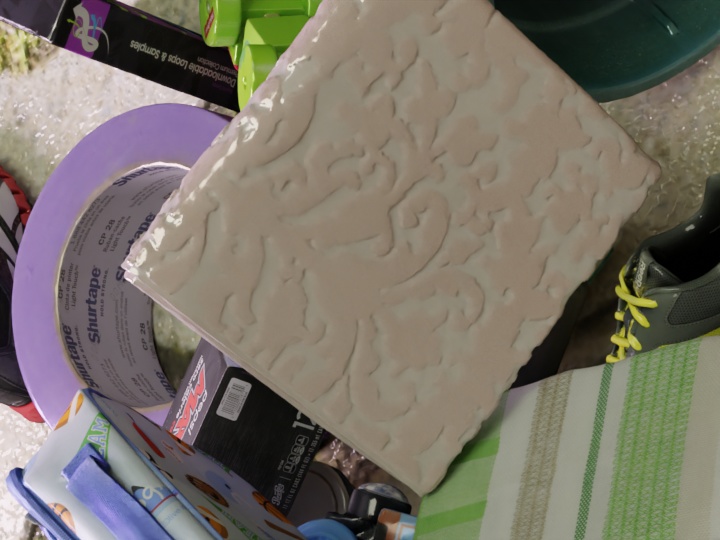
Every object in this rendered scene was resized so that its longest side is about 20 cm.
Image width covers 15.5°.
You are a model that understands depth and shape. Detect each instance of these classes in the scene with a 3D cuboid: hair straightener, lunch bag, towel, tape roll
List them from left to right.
[{"bbox_3d":[-0.091,0.014,1.449,0.199,0.085,0.201,-7,78,34],"label":"tape roll"},{"bbox_3d":[-0.070,0.141,1.196,0.200,0.160,0.076,41,92,27],"label":"lunch bag"},{"bbox_3d":[0.018,-0.026,1.206,0.200,0.191,0.032,-53,27,-4],"label":"towel"},{"bbox_3d":[0.066,0.079,1.311,0.077,0.041,0.200,-93,22,-60],"label":"hair straightener"},{"bbox_3d":[0.114,0.099,1.191,0.199,0.031,0.149,-16,38,30],"label":"towel"}]

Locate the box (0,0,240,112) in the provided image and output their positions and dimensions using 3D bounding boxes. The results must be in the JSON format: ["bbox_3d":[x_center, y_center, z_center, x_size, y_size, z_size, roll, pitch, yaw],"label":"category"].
[{"bbox_3d":[-0.147,-0.135,1.441,0.143,0.200,0.036,25,93,35],"label":"box"}]

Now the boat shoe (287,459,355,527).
[{"bbox_3d":[-0.073,0.155,1.427,0.200,0.062,0.075,-34,67,29],"label":"boat shoe"}]

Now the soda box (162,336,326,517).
[{"bbox_3d":[-0.083,0.131,1.343,0.201,0.063,0.071,-65,19,15],"label":"soda box"}]

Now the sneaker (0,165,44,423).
[{"bbox_3d":[-0.230,-0.003,1.541,0.071,0.098,0.201,-42,57,24],"label":"sneaker"}]

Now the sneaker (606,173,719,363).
[{"bbox_3d":[0.145,0.028,1.267,0.200,0.085,0.075,-50,31,12],"label":"sneaker"}]

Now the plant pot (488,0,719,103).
[{"bbox_3d":[0.092,-0.219,1.301,0.200,0.200,0.196,-54,49,16],"label":"plant pot"}]

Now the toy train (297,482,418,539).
[{"bbox_3d":[0.008,0.206,1.279,0.114,0.087,0.201,11,81,31],"label":"toy train"}]

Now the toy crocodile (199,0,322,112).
[{"bbox_3d":[-0.039,-0.106,1.369,0.200,0.067,0.062,-117,29,-51],"label":"toy crocodile"}]

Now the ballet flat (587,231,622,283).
[{"bbox_3d":[0.066,-0.068,1.370,0.069,0.069,0.200,-47,64,20],"label":"ballet flat"}]
